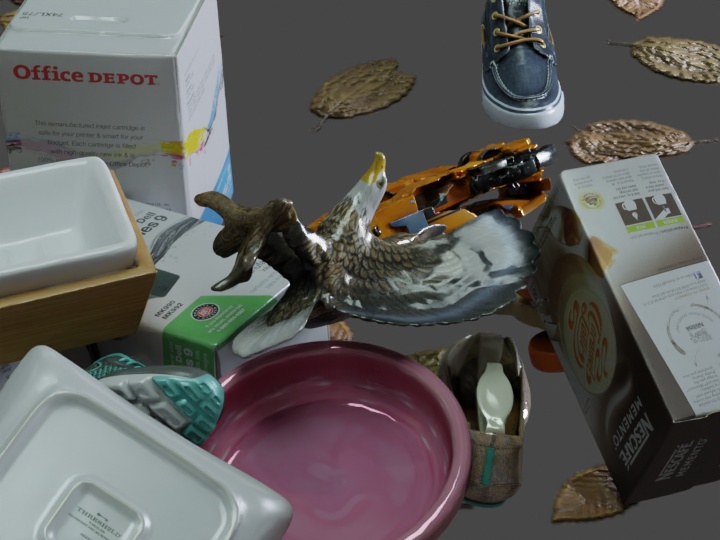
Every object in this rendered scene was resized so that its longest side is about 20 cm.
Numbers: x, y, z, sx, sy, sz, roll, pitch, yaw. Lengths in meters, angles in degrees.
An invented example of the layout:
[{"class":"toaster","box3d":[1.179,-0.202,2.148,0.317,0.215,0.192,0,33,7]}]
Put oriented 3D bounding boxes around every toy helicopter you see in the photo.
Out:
[{"class":"toy helicopter","box3d":[0.146,-0.003,1.734,0.132,0.079,0.200,-24,25,-20]}]

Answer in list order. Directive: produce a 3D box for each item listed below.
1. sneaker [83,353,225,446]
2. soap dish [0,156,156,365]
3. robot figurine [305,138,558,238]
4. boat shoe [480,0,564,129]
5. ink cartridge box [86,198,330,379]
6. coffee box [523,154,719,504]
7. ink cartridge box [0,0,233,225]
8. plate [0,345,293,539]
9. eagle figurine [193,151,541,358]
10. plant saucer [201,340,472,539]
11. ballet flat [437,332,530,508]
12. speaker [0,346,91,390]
[{"class":"sneaker","box3d":[-0.161,0.086,1.531,0.200,0.078,0.091,-16,31,39]},{"class":"soap dish","box3d":[-0.251,0.000,1.592,0.199,0.081,0.157,-13,33,-11]},{"class":"robot figurine","box3d":[0.062,-0.052,1.805,0.200,0.058,0.145,-22,9,-28]},{"class":"boat shoe","box3d":[0.138,-0.205,2.035,0.071,0.091,0.200,-5,32,-3]},{"class":"ink cartridge box","box3d":[-0.145,0.030,1.687,0.199,0.084,0.146,16,36,28]},{"class":"coffee box","box3d":[0.189,0.039,1.546,0.079,0.115,0.200,-11,59,-20]},{"class":"ink cartridge box","box3d":[-0.191,-0.117,1.817,0.146,0.201,0.146,4,32,9]},{"class":"plate","box3d":[-0.164,0.163,1.393,0.199,0.032,0.200,33,58,0]},{"class":"eagle figurine","box3d":[0.004,-0.006,1.575,0.200,0.151,0.152,21,34,-31]},{"class":"plant saucer","box3d":[-0.025,0.135,1.511,0.200,0.051,0.201,-4,46,4]},{"class":"ballet flat","box3d":[0.090,0.084,1.592,0.068,0.067,0.200,2,29,-4]},{"class":"speaker","box3d":[-0.280,0.100,1.591,0.081,0.081,0.200,21,39,33]}]
